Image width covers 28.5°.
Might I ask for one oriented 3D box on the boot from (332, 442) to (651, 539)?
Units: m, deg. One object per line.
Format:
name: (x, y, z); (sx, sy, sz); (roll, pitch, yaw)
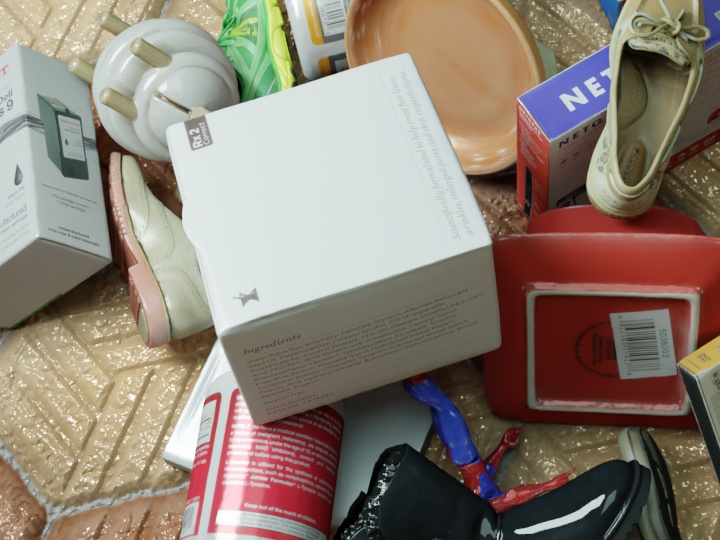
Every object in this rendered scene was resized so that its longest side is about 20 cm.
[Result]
boot: (0.091, 0.179, 1.036); (0.168, 0.076, 0.200); (37, 106, -5)

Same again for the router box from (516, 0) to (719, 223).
router box: (0.223, -0.126, 1.171); (0.199, 0.180, 0.049); (-30, 66, -7)

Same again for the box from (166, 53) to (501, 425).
box: (-0.020, -0.025, 1.043); (0.199, 0.131, 0.200); (-17, 54, -3)

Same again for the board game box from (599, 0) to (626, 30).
board game box: (0.298, -0.343, 1.337); (0.195, 0.056, 0.201); (-17, 63, -1)

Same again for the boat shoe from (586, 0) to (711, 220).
boat shoe: (0.218, -0.138, 1.047); (0.073, 0.063, 0.201); (12, 77, 2)

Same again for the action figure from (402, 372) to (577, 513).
action figure: (0.099, 0.124, 1.106); (0.099, 0.065, 0.201); (-22, 94, -7)

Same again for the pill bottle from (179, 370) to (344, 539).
pill bottle: (-0.072, 0.146, 1.087); (0.112, 0.112, 0.201); (4, 65, 9)

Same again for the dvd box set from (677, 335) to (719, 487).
dvd box set: (0.347, 0.077, 1.081); (0.200, 0.147, 0.029); (-32, 31, -8)

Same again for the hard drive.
hard drive: (-0.046, 0.132, 1.167); (0.199, 0.027, 0.132); (18, 68, 16)

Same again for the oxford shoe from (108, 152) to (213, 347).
oxford shoe: (-0.175, -0.022, 1.235); (0.073, 0.071, 0.201); (-11, 59, -16)

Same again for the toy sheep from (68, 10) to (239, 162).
toy sheep: (-0.171, -0.156, 1.232); (0.138, 0.138, 0.200); (-31, 37, -8)

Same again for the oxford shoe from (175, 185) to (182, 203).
oxford shoe: (-0.065, -0.092, 1.240); (0.199, 0.071, 0.071); (-24, 68, -19)

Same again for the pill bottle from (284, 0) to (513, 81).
pill bottle: (0.032, -0.250, 1.294); (0.199, 0.116, 0.117); (-14, 63, 0)

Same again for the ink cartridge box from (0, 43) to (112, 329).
ink cartridge box: (-0.303, -0.073, 1.237); (0.146, 0.084, 0.201); (-31, 58, 31)

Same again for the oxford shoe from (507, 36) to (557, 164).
oxford shoe: (0.124, -0.190, 1.241); (0.074, 0.071, 0.201); (-36, 109, -19)

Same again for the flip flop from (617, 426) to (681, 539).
flip flop: (0.213, 0.216, 1.069); (0.057, 0.081, 0.201); (-17, 60, 18)

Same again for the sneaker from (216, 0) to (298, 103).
sneaker: (-0.110, -0.211, 1.317); (0.083, 0.074, 0.201); (-13, 63, -3)

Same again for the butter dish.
butter dish: (0.200, 0.016, 1.125); (0.198, 0.201, 0.148); (2, 40, 10)

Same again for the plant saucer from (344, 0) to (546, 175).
plant saucer: (0.076, -0.176, 1.200); (0.200, 0.201, 0.037); (31, 49, 20)
